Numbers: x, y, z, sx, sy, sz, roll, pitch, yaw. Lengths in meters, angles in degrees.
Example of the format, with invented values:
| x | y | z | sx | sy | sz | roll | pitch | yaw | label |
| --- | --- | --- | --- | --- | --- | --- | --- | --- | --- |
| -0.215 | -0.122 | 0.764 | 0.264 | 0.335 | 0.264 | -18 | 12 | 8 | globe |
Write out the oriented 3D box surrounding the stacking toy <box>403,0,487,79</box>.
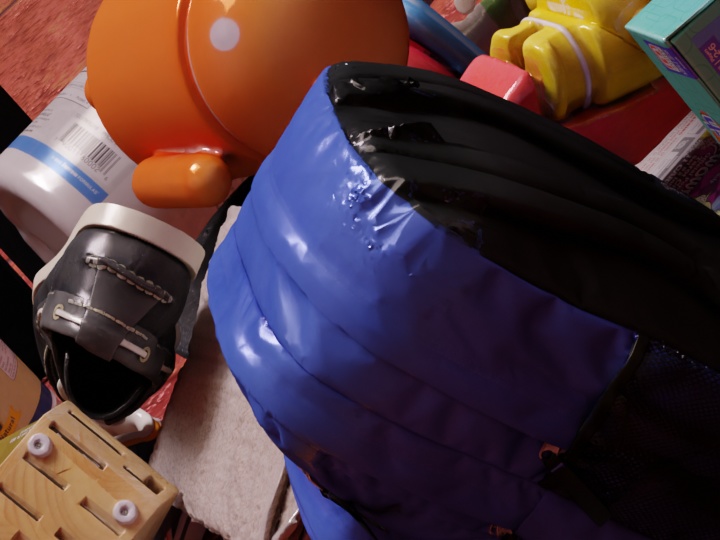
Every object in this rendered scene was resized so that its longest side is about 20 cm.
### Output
| x | y | z | sx | sy | sz | roll | pitch | yaw | label |
| --- | --- | --- | --- | --- | --- | --- | --- | --- | --- |
| -0.014 | -0.043 | 1.397 | 0.201 | 0.110 | 0.116 | -57 | 25 | -10 | stacking toy |

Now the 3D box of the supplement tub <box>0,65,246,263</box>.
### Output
| x | y | z | sx | sy | sz | roll | pitch | yaw | label |
| --- | --- | --- | --- | --- | --- | --- | --- | --- | --- |
| -0.108 | -0.080 | 1.579 | 0.200 | 0.132 | 0.132 | -46 | 20 | -15 | supplement tub |

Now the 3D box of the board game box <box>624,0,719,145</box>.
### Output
| x | y | z | sx | sy | sz | roll | pitch | yaw | label |
| --- | --- | --- | --- | --- | --- | --- | --- | --- | --- |
| 0.217 | -0.098 | 0.970 | 0.200 | 0.152 | 0.045 | -43 | 19 | -4 | board game box |

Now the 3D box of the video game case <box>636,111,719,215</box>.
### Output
| x | y | z | sx | sy | sz | roll | pitch | yaw | label |
| --- | --- | --- | --- | --- | --- | --- | --- | --- | --- |
| 0.163 | -0.042 | 1.127 | 0.200 | 0.036 | 0.181 | -48 | 20 | -15 | video game case |

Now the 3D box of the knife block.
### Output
| x | y | z | sx | sy | sz | roll | pitch | yaw | label |
| --- | --- | --- | --- | --- | --- | --- | --- | --- | --- |
| -0.158 | 0.168 | 1.150 | 0.200 | 0.064 | 0.176 | -51 | -11 | -13 | knife block |

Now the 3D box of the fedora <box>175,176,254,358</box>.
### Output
| x | y | z | sx | sy | sz | roll | pitch | yaw | label |
| --- | --- | --- | --- | --- | --- | --- | --- | --- | --- |
| 0.000 | 0.000 | 1.264 | 0.200 | 0.092 | 0.201 | -36 | 21 | 16 | fedora |

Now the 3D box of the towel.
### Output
| x | y | z | sx | sy | sz | roll | pitch | yaw | label |
| --- | --- | --- | --- | --- | --- | --- | --- | --- | --- |
| -0.039 | 0.044 | 1.088 | 0.200 | 0.034 | 0.133 | 11 | 83 | 70 | towel |

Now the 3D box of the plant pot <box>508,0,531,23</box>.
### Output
| x | y | z | sx | sy | sz | roll | pitch | yaw | label |
| --- | --- | --- | --- | --- | --- | --- | --- | --- | --- |
| 0.131 | -0.190 | 1.284 | 0.200 | 0.200 | 0.175 | -31 | 31 | 29 | plant pot |

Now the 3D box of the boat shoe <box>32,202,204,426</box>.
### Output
| x | y | z | sx | sy | sz | roll | pitch | yaw | label |
| --- | --- | --- | --- | --- | --- | --- | --- | --- | --- |
| -0.115 | 0.034 | 1.170 | 0.200 | 0.071 | 0.068 | 121 | 166 | -70 | boat shoe |

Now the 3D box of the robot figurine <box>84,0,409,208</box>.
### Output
| x | y | z | sx | sy | sz | roll | pitch | yaw | label |
| --- | --- | --- | --- | --- | --- | --- | --- | --- | --- |
| -0.053 | -0.104 | 1.264 | 0.143 | 0.117 | 0.200 | -26 | 10 | -32 | robot figurine |

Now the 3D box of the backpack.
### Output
| x | y | z | sx | sy | sz | roll | pitch | yaw | label |
| --- | --- | --- | --- | --- | --- | --- | --- | --- | --- |
| 0.042 | 0.035 | 0.926 | 0.168 | 0.199 | 0.163 | -56 | 25 | 12 | backpack |

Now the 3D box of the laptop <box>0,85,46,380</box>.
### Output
| x | y | z | sx | sy | sz | roll | pitch | yaw | label |
| --- | --- | --- | --- | --- | --- | --- | --- | --- | --- |
| -0.255 | -0.009 | 1.638 | 0.200 | 0.177 | 0.103 | -44 | 19 | -6 | laptop |

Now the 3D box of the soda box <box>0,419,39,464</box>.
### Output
| x | y | z | sx | sy | sz | roll | pitch | yaw | label |
| --- | --- | --- | --- | --- | --- | --- | --- | --- | --- |
| -0.210 | 0.147 | 1.397 | 0.199 | 0.064 | 0.068 | -29 | 24 | 34 | soda box |

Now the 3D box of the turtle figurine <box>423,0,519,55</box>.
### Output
| x | y | z | sx | sy | sz | roll | pitch | yaw | label |
| --- | --- | --- | --- | --- | --- | --- | --- | --- | --- |
| 0.086 | -0.219 | 1.491 | 0.194 | 0.200 | 0.144 | -46 | -15 | 1 | turtle figurine |

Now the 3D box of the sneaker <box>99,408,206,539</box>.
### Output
| x | y | z | sx | sy | sz | roll | pitch | yaw | label |
| --- | --- | --- | --- | --- | --- | --- | --- | --- | --- |
| -0.119 | 0.134 | 1.235 | 0.078 | 0.079 | 0.200 | -34 | 23 | 19 | sneaker |

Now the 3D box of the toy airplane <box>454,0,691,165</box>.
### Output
| x | y | z | sx | sy | sz | roll | pitch | yaw | label |
| --- | --- | --- | --- | --- | --- | --- | --- | --- | --- |
| 0.121 | -0.118 | 1.095 | 0.199 | 0.141 | 0.200 | -18 | 36 | 25 | toy airplane |

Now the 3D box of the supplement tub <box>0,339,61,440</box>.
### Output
| x | y | z | sx | sy | sz | roll | pitch | yaw | label |
| --- | --- | --- | --- | --- | --- | --- | --- | --- | --- |
| -0.276 | 0.062 | 1.496 | 0.144 | 0.200 | 0.145 | -36 | 20 | 16 | supplement tub |
